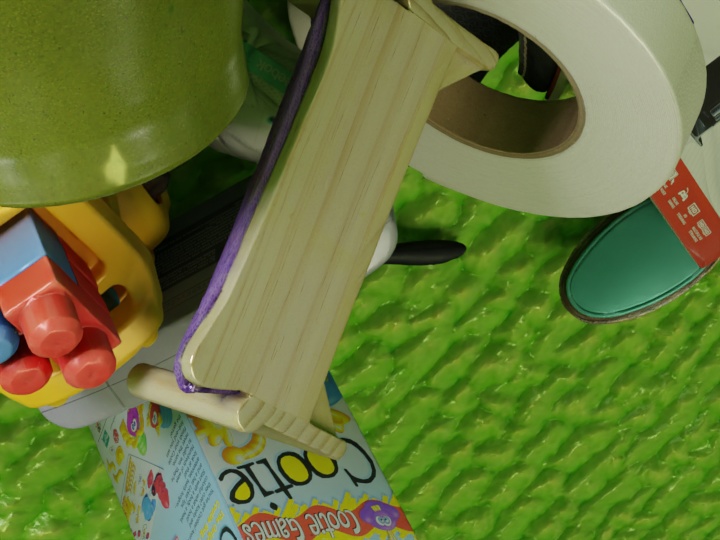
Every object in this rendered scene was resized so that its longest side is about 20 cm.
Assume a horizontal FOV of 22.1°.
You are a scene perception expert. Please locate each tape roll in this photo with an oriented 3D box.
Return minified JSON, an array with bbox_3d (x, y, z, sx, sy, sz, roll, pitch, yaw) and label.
[{"bbox_3d":[0.061,-0.100,0.854,0.037,0.201,0.203,-62,153,-27],"label":"tape roll"}]

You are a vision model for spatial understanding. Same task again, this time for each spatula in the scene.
[{"bbox_3d":[0.000,0.000,1.026,0.056,0.021,0.199,-12,-178,39],"label":"spatula"}]

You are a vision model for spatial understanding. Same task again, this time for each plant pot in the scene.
[{"bbox_3d":[-0.120,-0.134,0.653,0.199,0.201,0.194,-21,124,-12],"label":"plant pot"}]

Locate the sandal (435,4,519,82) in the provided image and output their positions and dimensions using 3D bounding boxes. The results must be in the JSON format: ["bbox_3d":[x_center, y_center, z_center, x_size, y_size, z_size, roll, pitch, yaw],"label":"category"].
[{"bbox_3d":[0.051,-0.136,0.943,0.076,0.043,0.200,16,131,-34],"label":"sandal"}]

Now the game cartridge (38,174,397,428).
[{"bbox_3d":[-0.073,0.003,0.922,0.199,0.133,0.042,-28,117,10],"label":"game cartridge"}]

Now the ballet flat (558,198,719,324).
[{"bbox_3d":[0.206,-0.038,1.129,0.199,0.068,0.067,-37,-178,8],"label":"ballet flat"}]

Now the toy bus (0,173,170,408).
[{"bbox_3d":[-0.149,-0.009,0.824,0.135,0.193,0.200,-34,144,3],"label":"toy bus"}]

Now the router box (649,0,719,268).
[{"bbox_3d":[0.209,-0.124,1.008,0.179,0.049,0.200,-36,127,8],"label":"router box"}]

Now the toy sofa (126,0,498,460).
[{"bbox_3d":[-0.030,-0.030,0.780,0.097,0.082,0.202,28,79,-41],"label":"toy sofa"}]

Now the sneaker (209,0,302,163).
[{"bbox_3d":[-0.064,-0.103,0.844,0.076,0.088,0.200,-60,146,-5],"label":"sneaker"}]

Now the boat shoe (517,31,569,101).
[{"bbox_3d":[0.089,-0.158,0.852,0.062,0.072,0.201,18,146,11],"label":"boat shoe"}]

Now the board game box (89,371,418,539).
[{"bbox_3d":[-0.063,0.114,1.008,0.102,0.201,0.105,-2,135,-31],"label":"board game box"}]
